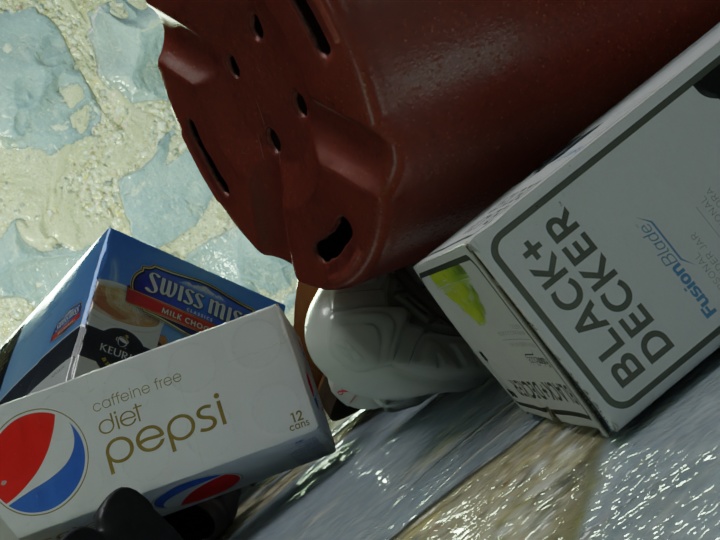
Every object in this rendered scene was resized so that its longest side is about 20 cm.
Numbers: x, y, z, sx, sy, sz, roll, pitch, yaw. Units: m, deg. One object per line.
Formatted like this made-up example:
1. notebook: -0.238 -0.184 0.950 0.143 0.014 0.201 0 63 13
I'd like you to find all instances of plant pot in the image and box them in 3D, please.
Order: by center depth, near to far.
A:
1. plant pot: 0.040 -0.097 0.522 0.195 0.201 0.201 -26 -5 -26

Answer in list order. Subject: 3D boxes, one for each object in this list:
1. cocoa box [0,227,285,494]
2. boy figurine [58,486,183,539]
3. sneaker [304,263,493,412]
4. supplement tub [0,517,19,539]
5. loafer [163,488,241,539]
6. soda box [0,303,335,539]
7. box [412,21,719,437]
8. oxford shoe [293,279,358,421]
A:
1. cocoa box: -0.158 0.089 0.928 0.200 0.133 0.132 -38 34 47
2. boy figurine: -0.160 0.170 0.679 0.200 0.065 0.124 -33 5 38
3. sneaker: 0.019 0.031 0.612 0.099 0.078 0.200 -45 -10 21
4. supplement tub: -0.176 0.138 0.338 0.200 0.145 0.145 -39 1 11
5. loafer: -0.163 0.123 0.757 0.199 0.072 0.063 -4 16 -3
6. soda box: -0.118 0.087 0.705 0.199 0.068 0.064 -20 -19 0
7. box: 0.114 -0.041 0.406 0.200 0.060 0.117 -39 1 -4
8. oxford shoe: 0.000 0.000 0.738 0.071 0.071 0.200 -24 -24 -34
